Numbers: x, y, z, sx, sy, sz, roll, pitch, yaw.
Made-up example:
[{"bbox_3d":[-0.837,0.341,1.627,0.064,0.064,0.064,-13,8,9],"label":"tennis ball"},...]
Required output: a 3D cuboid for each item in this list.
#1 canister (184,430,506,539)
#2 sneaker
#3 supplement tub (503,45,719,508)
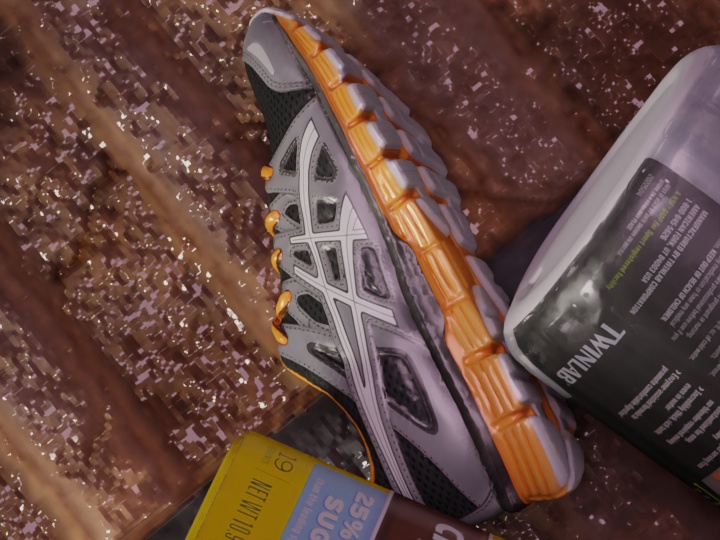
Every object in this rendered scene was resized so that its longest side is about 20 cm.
[{"bbox_3d":[0.027,0.149,0.788,0.199,0.087,0.149,23,50,3],"label":"canister"},{"bbox_3d":[0.000,0.000,0.864,0.077,0.078,0.201,-31,69,16],"label":"sneaker"},{"bbox_3d":[0.155,0.031,0.809,0.199,0.123,0.123,36,81,-2],"label":"supplement tub"}]
